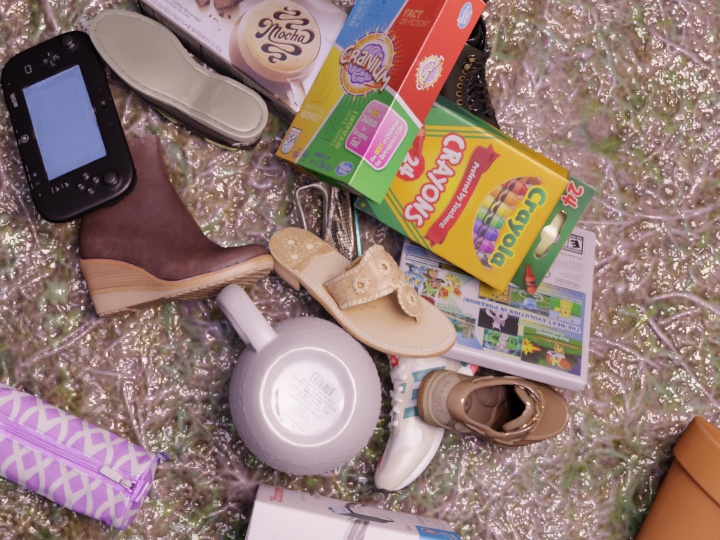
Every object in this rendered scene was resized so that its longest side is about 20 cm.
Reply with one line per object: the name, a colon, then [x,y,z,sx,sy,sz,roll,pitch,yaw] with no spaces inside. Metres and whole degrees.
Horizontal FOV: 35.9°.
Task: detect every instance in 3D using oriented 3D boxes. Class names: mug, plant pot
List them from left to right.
mug: [-0.067,0.097,1.040,0.147,0.175,0.201,-38,88,-7]
plant pot: [0.355,0.258,1.062,0.199,0.200,0.141,39,100,0]

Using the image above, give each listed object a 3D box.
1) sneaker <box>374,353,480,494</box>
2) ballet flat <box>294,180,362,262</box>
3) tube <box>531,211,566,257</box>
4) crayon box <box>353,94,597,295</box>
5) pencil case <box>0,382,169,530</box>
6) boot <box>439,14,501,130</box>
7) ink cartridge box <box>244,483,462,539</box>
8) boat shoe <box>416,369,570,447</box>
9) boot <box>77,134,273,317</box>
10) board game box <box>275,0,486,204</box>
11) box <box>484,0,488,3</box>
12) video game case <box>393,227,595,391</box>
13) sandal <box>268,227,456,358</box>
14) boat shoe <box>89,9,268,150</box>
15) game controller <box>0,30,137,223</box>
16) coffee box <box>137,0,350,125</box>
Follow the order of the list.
sneaker: [0.049,0.115,1.086,0.093,0.070,0.201,36,72,-12]
ballet flat: [-0.029,-0.086,1.117,0.074,0.068,0.204,4,88,-1]
tube: [0.109,-0.088,1.096,0.198,0.052,0.059,32,95,-1]
crayon box: [0.109,-0.070,1.050,0.198,0.051,0.128,29,109,1]
pencil case: [-0.289,0.177,1.062,0.197,0.086,0.085,24,82,-1]
boot: [0.109,-0.169,1.092,0.077,0.138,0.201,-36,89,-21]
ink cartridge box: [-0.011,0.267,1.043,0.197,0.146,0.087,14,85,-3]
boat shoe: [0.143,0.137,1.065,0.198,0.064,0.073,10,87,-41]
boot: [-0.188,-0.053,1.082,0.197,0.072,0.169,-11,81,12]
board game box: [0.014,-0.172,1.025,0.040,0.152,0.202,29,88,-34]
box: [0.088,-0.325,1.078,0.121,0.200,0.107,25,79,-2]
video game case: [0.133,0.014,1.101,0.197,0.022,0.184,15,55,-3]
sandal: [-0.003,0.003,1.028,0.210,0.070,0.077,30,51,25]
boat shoe: [-0.185,-0.185,1.115,0.200,0.061,0.072,34,71,-1]
game controller: [-0.287,-0.142,1.088,0.103,0.042,0.202,-19,66,-7]
coffee box: [-0.113,-0.252,1.117,0.199,0.080,0.114,36,84,-1]
